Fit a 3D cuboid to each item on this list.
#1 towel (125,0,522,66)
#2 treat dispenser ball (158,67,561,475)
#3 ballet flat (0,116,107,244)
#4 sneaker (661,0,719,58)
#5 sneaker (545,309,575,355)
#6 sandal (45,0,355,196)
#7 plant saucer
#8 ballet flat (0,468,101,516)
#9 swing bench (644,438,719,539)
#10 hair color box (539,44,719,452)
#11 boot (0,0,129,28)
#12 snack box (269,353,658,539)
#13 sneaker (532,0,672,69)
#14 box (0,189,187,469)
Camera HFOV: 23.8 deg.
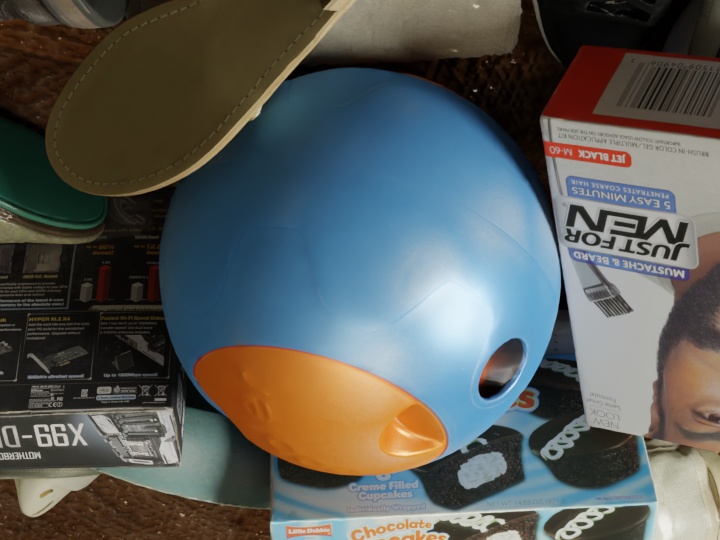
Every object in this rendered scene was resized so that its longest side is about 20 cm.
[{"bbox_3d":[-0.020,-0.152,0.812,0.198,0.035,0.133,-3,138,0],"label":"towel"},{"bbox_3d":[0.000,0.000,0.850,0.199,0.202,0.202,-1,137,-1],"label":"treat dispenser ball"},{"bbox_3d":[-0.223,-0.055,0.875,0.199,0.068,0.062,24,137,-37],"label":"ballet flat"},{"bbox_3d":[0.195,-0.134,0.806,0.073,0.080,0.201,4,135,-3],"label":"sneaker"},{"bbox_3d":[0.171,0.028,0.994,0.198,0.075,0.088,-4,125,-8],"label":"sneaker"},{"bbox_3d":[-0.050,-0.104,0.788,0.211,0.078,0.069,-40,165,23],"label":"sandal"},{"bbox_3d":[-0.117,0.080,0.974,0.200,0.201,0.039,18,96,-19],"label":"plant saucer"},{"bbox_3d":[-0.221,0.124,1.066,0.198,0.067,0.064,-4,93,7],"label":"ballet flat"},{"bbox_3d":[0.142,0.183,1.055,0.198,0.130,0.200,-10,152,-27],"label":"swing bench"},{"bbox_3d":[0.158,-0.005,0.826,0.110,0.064,0.201,9,136,27],"label":"hair color box"},{"bbox_3d":[-0.212,-0.162,0.757,0.173,0.070,0.201,-3,139,23],"label":"boot"},{"bbox_3d":[0.051,0.098,0.918,0.198,0.117,0.037,-3,129,0],"label":"snack box"},{"bbox_3d":[0.122,-0.143,0.769,0.072,0.112,0.201,5,136,-6],"label":"sneaker"},{"bbox_3d":[-0.191,0.029,0.906,0.198,0.158,0.050,-2,137,-1],"label":"box"}]
